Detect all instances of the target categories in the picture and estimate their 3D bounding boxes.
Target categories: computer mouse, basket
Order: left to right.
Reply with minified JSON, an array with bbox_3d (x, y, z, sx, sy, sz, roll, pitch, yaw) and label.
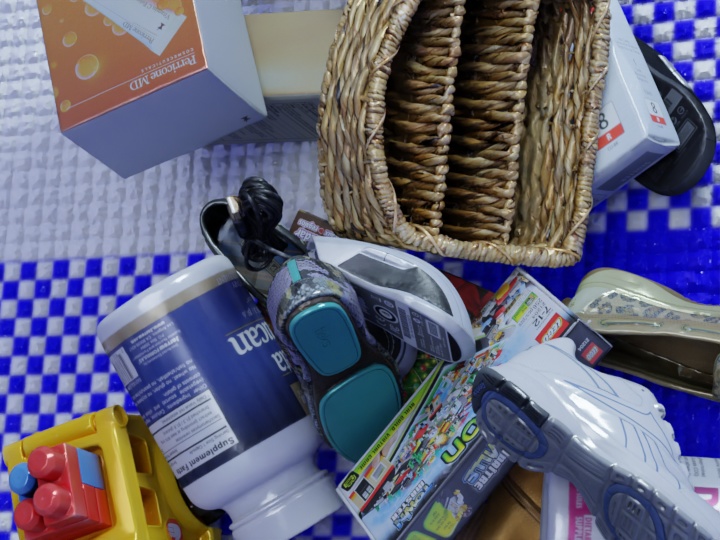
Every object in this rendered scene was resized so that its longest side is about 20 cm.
[{"bbox_3d":[0.000,0.000,1.404,0.199,0.110,0.044,27,68,19],"label":"computer mouse"},{"bbox_3d":[0.067,-0.110,1.404,0.149,0.142,0.201,10,92,46],"label":"basket"},{"bbox_3d":[0.205,-0.151,1.471,0.200,0.046,0.141,44,113,36],"label":"computer mouse"}]

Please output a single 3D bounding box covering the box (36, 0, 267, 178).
[{"bbox_3d":[-0.161,-0.190,1.512,0.124,0.097,0.201,-22,65,16],"label":"box"}]

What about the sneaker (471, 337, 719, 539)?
[{"bbox_3d":[0.163,0.110,1.255,0.200,0.075,0.087,43,53,17],"label":"sneaker"}]

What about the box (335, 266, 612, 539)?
[{"bbox_3d":[0.073,0.099,1.375,0.200,0.035,0.110,-51,26,3],"label":"box"}]

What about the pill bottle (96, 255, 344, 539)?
[{"bbox_3d":[-0.094,0.100,1.474,0.111,0.111,0.201,-31,87,14],"label":"pill bottle"}]

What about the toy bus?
[{"bbox_3d":[-0.183,0.197,1.483,0.135,0.192,0.201,-20,71,17],"label":"toy bus"}]

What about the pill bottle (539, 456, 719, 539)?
[{"bbox_3d":[0.216,0.176,1.320,0.199,0.113,0.114,3,77,2],"label":"pill bottle"}]

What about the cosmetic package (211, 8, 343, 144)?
[{"bbox_3d":[-0.079,-0.145,1.574,0.199,0.105,0.071,0,75,23],"label":"cosmetic package"}]

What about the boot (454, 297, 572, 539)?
[{"bbox_3d":[0.145,0.134,1.427,0.144,0.071,0.202,30,83,16],"label":"boot"}]

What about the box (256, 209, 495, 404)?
[{"bbox_3d":[0.013,0.054,1.515,0.199,0.039,0.137,23,88,28],"label":"box"}]

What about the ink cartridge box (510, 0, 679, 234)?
[{"bbox_3d":[0.124,-0.134,1.478,0.162,0.050,0.201,-37,66,35],"label":"ink cartridge box"}]

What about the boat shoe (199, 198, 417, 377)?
[{"bbox_3d":[-0.044,0.015,1.496,0.200,0.057,0.069,38,93,28],"label":"boat shoe"}]

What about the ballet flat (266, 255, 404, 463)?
[{"bbox_3d":[-0.017,0.055,1.409,0.072,0.201,0.072,-8,53,10],"label":"ballet flat"}]

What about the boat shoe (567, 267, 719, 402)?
[{"bbox_3d":[0.227,0.060,1.383,0.199,0.074,0.063,17,47,27],"label":"boat shoe"}]
